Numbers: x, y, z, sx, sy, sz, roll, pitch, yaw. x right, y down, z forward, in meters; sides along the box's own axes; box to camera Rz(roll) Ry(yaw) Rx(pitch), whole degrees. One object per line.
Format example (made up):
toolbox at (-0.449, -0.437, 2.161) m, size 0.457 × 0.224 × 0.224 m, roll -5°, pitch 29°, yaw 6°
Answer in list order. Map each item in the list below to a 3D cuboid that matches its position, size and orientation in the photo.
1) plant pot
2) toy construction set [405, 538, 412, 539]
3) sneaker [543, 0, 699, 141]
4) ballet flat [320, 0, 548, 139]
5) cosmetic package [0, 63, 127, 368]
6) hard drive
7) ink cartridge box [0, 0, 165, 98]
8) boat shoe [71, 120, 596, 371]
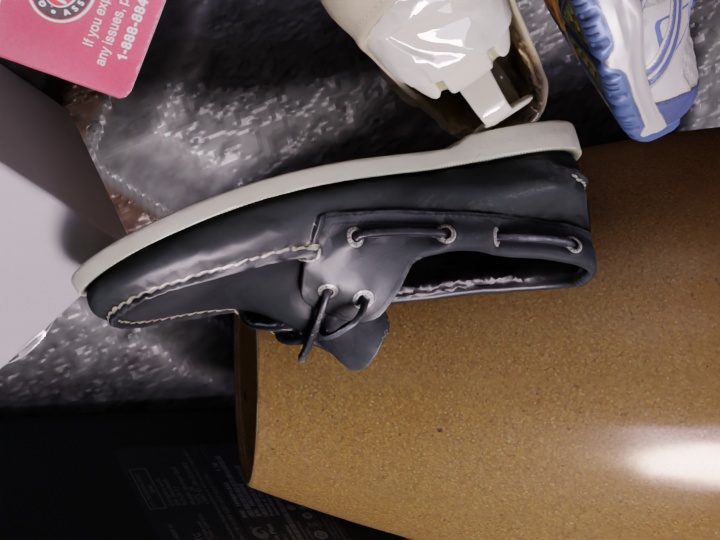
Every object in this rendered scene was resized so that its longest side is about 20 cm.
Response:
plant pot at (0.053, 0.038, 0.959) m, size 0.199 × 0.187 × 0.187 m, roll -2°, pitch 134°, yaw -9°
toy construction set at (0.064, 0.132, 1.057) m, size 0.130 × 0.200 × 0.093 m, roll 8°, pitch 98°, yaw -11°
sneaker at (0.092, -0.123, 0.774) m, size 0.088 × 0.075 × 0.200 m, roll -28°, pitch 138°, yaw -2°
ballet flat at (0.030, -0.084, 0.832) m, size 0.069 × 0.070 × 0.200 m, roll -33°, pitch 165°, yaw 5°
cosmetic package at (-0.183, -0.039, 0.801) m, size 0.108 × 0.085 × 0.200 m, roll -40°, pitch 139°, yaw 12°
hard drive at (-0.086, 0.105, 0.957) m, size 0.199 × 0.140 × 0.033 m, roll 0°, pitch 122°, yaw -27°
ink cartridge box at (-0.130, -0.153, 0.658) m, size 0.199 × 0.085 × 0.146 m, roll 20°, pitch 125°, yaw -8°
boat shoe at (-0.001, 0.001, 0.843) m, size 0.199 × 0.066 × 0.074 m, roll -13°, pitch 169°, yaw -33°
